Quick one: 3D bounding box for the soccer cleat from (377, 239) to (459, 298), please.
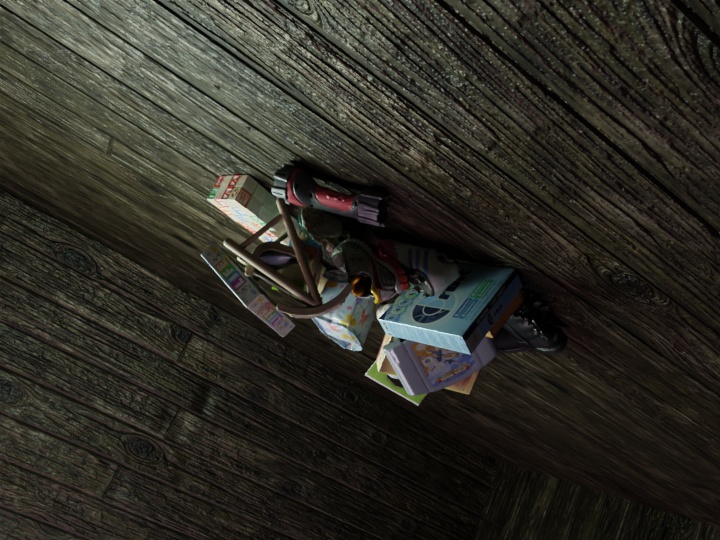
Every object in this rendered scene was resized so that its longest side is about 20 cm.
[{"bbox_3d":[0.106,-0.013,1.167,0.200,0.086,0.070,40,154,53],"label":"soccer cleat"}]

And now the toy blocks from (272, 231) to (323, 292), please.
[{"bbox_3d":[-0.115,-0.017,1.318,0.099,0.138,0.200,13,178,7],"label":"toy blocks"}]

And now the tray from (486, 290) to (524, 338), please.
[{"bbox_3d":[0.189,0.059,1.167,0.199,0.099,0.037,13,140,51],"label":"tray"}]

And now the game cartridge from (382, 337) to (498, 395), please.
[{"bbox_3d":[0.158,0.156,1.222,0.134,0.198,0.042,61,-173,-17],"label":"game cartridge"}]

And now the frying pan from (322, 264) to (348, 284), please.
[{"bbox_3d":[0.015,0.010,1.303,0.187,0.031,0.115,2,165,10],"label":"frying pan"}]

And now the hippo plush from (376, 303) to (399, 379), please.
[{"bbox_3d":[0.092,0.189,1.647,0.158,0.162,0.200,25,164,0],"label":"hippo plush"}]

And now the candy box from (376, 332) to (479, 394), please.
[{"bbox_3d":[0.142,0.164,1.272,0.198,0.117,0.055,15,-161,-10],"label":"candy box"}]

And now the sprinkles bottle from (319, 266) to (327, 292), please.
[{"bbox_3d":[-0.066,0.043,1.605,0.199,0.069,0.068,34,162,-29],"label":"sprinkles bottle"}]

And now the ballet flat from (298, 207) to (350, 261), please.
[{"bbox_3d":[-0.057,-0.074,1.255,0.063,0.077,0.200,-13,156,14],"label":"ballet flat"}]

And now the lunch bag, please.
[{"bbox_3d":[-0.021,0.078,1.458,0.126,0.171,0.200,18,163,21],"label":"lunch bag"}]

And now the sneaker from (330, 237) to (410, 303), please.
[{"bbox_3d":[0.000,0.000,1.172,0.199,0.082,0.078,26,143,52],"label":"sneaker"}]

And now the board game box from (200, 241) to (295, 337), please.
[{"bbox_3d":[-0.198,0.039,1.151,0.134,0.034,0.200,44,173,23],"label":"board game box"}]

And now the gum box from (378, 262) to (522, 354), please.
[{"bbox_3d":[0.154,0.058,1.118,0.199,0.170,0.045,7,135,48],"label":"gum box"}]

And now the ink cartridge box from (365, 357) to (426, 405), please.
[{"bbox_3d":[0.118,0.161,1.341,0.147,0.201,0.076,31,-161,-15],"label":"ink cartridge box"}]

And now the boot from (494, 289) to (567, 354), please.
[{"bbox_3d":[0.285,0.097,1.225,0.162,0.074,0.197,37,158,-34],"label":"boot"}]

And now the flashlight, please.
[{"bbox_3d":[-0.049,-0.127,1.063,0.198,0.069,0.068,15,-173,23],"label":"flashlight"}]

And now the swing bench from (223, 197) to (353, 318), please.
[{"bbox_3d":[-0.119,0.004,1.118,0.201,0.129,0.199,52,174,3],"label":"swing bench"}]

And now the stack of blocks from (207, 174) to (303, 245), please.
[{"bbox_3d":[-0.206,-0.117,1.332,0.114,0.059,0.200,8,156,47],"label":"stack of blocks"}]
